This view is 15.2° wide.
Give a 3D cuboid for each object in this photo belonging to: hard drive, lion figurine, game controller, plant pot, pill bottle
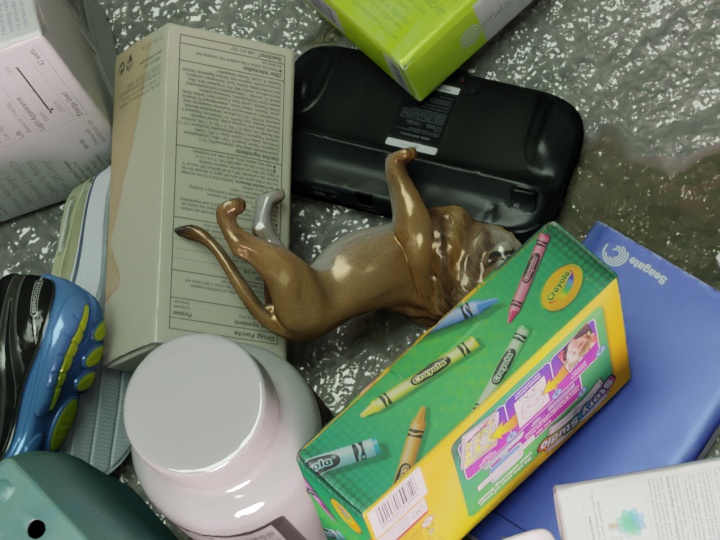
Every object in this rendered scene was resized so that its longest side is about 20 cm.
[{"bbox_3d":[0.139,0.086,1.586,0.132,0.025,0.200,31,81,23],"label":"hard drive"},{"bbox_3d":[0.000,0.000,1.592,0.199,0.072,0.123,-16,90,-8],"label":"lion figurine"},{"bbox_3d":[0.036,-0.080,1.672,0.199,0.042,0.105,15,61,19],"label":"game controller"},{"bbox_3d":[-0.172,0.192,1.534,0.141,0.200,0.141,-45,66,-3],"label":"plant pot"},{"bbox_3d":[-0.066,0.106,1.537,0.110,0.200,0.111,-5,68,12],"label":"pill bottle"}]

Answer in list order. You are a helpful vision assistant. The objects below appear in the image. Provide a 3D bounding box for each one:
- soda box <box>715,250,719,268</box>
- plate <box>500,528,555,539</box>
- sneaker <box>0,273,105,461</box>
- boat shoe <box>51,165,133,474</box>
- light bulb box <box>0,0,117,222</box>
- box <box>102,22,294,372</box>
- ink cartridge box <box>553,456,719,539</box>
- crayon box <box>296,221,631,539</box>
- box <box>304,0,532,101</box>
[{"bbox_3d":[0.303,0.032,1.542,0.200,0.064,0.068,37,82,22],"label":"soda box"},{"bbox_3d":[0.048,0.267,1.517,0.199,0.032,0.200,-22,64,27],"label":"plate"},{"bbox_3d":[-0.221,0.094,1.596,0.082,0.071,0.200,24,89,28],"label":"sneaker"},{"bbox_3d":[-0.162,0.034,1.670,0.062,0.072,0.201,-13,62,53],"label":"boat shoe"},{"bbox_3d":[-0.266,-0.118,1.671,0.199,0.198,0.125,-19,64,6],"label":"light bulb box"},{"bbox_3d":[-0.098,-0.038,1.637,0.095,0.078,0.201,11,72,-29],"label":"box"},{"bbox_3d":[0.217,0.173,1.494,0.199,0.076,0.137,-11,75,5],"label":"ink cartridge box"},{"bbox_3d":[0.062,0.080,1.510,0.200,0.119,0.058,-42,62,-15],"label":"crayon box"},{"bbox_3d":[0.067,-0.214,1.688,0.200,0.048,0.122,-42,59,-8],"label":"box"}]
